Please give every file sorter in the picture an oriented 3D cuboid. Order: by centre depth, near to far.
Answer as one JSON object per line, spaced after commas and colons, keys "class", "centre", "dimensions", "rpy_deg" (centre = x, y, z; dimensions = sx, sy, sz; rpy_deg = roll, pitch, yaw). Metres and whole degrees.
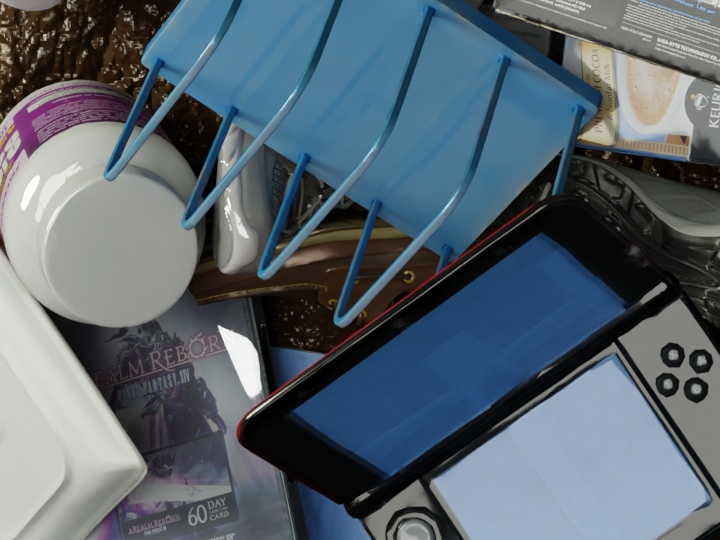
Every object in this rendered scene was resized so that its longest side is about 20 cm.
{"class": "file sorter", "centre": [-0.008, -0.064, 1.297], "dimensions": [0.199, 0.123, 0.139], "rpy_deg": [32, 131, -12]}

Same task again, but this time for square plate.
{"class": "square plate", "centre": [-0.217, 0.073, 1.518], "dimensions": [0.201, 0.028, 0.198], "rpy_deg": [55, 145, 8]}

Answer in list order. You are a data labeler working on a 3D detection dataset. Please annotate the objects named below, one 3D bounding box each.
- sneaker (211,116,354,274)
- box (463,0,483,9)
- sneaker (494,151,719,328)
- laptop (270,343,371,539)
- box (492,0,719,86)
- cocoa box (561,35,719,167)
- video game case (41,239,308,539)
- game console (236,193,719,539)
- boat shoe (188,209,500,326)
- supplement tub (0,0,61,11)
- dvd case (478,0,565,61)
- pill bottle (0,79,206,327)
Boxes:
{"class": "sneaker", "centre": [-0.030, -0.062, 1.429], "dimensions": [0.081, 0.200, 0.075], "rpy_deg": [11, 123, 7]}
{"class": "box", "centre": [-0.020, -0.203, 1.385], "dimensions": [0.199, 0.078, 0.095], "rpy_deg": [34, 83, 19]}
{"class": "sneaker", "centre": [0.166, -0.015, 1.423], "dimensions": [0.199, 0.079, 0.074], "rpy_deg": [19, 109, 8]}
{"class": "laptop", "centre": [-0.021, 0.148, 1.481], "dimensions": [0.115, 0.200, 0.189], "rpy_deg": [4, 97, -17]}
{"class": "box", "centre": [0.188, -0.191, 1.283], "dimensions": [0.199, 0.050, 0.200], "rpy_deg": [19, 97, 13]}
{"class": "cocoa box", "centre": [0.184, -0.157, 1.381], "dimensions": [0.130, 0.133, 0.202], "rpy_deg": [8, 96, 14]}
{"class": "video game case", "centre": [-0.109, 0.094, 1.522], "dimensions": [0.142, 0.019, 0.201], "rpy_deg": [-17, 78, 26]}
{"class": "game console", "centre": [0.075, 0.085, 1.231], "dimensions": [0.200, 0.119, 0.173], "rpy_deg": [-36, 84, 15]}
{"class": "boat shoe", "centre": [0.000, 0.000, 1.469], "dimensions": [0.199, 0.072, 0.068], "rpy_deg": [-10, 97, 1]}
{"class": "supplement tub", "centre": [-0.170, -0.263, 1.479], "dimensions": [0.144, 0.144, 0.200], "rpy_deg": [44, 104, 10]}
{"class": "dvd case", "centre": [0.070, -0.222, 1.434], "dimensions": [0.150, 0.025, 0.202], "rpy_deg": [14, 100, 47]}
{"class": "pill bottle", "centre": [-0.145, -0.034, 1.448], "dimensions": [0.111, 0.200, 0.113], "rpy_deg": [-3, 104, -12]}
